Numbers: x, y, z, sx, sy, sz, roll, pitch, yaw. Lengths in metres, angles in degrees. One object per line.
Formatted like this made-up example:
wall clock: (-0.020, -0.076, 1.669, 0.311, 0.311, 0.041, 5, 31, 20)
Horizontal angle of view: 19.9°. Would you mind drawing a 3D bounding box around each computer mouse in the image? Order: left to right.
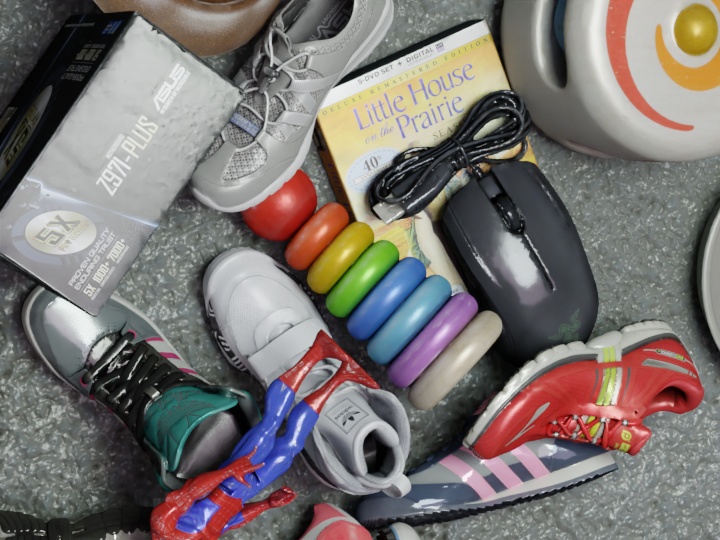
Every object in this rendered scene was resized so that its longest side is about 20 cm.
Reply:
computer mouse: (0.107, -0.012, 1.438, 0.138, 0.053, 0.200, -36, 108, -14)

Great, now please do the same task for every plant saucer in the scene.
plant saucer: (-0.112, -0.239, 1.328, 0.200, 0.032, 0.201, 9, 76, -41)

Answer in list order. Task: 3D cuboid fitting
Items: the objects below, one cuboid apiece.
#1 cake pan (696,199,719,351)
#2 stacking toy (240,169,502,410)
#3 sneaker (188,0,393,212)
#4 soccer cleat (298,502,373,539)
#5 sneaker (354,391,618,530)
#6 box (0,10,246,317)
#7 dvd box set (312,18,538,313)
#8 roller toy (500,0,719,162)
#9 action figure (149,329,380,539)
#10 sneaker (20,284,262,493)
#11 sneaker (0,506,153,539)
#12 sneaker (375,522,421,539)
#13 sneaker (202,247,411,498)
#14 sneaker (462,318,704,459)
cake pan: (0.341, 0.000, 1.566, 0.200, 0.037, 0.201, -2, 97, -20)
stacking toy: (0.000, 0.000, 1.401, 0.200, 0.085, 0.085, 44, 80, 2)
sneaker: (-0.056, -0.132, 1.367, 0.075, 0.082, 0.200, 28, 77, 19)
soccer cleat: (-0.061, 0.254, 1.442, 0.067, 0.076, 0.200, 30, 104, -41)
sneaker: (0.083, 0.134, 1.482, 0.199, 0.070, 0.082, -12, 79, -18)
box: (-0.175, -0.071, 1.280, 0.086, 0.200, 0.164, 36, 84, -19)
dvd box set: (0.057, -0.060, 1.458, 0.146, 0.029, 0.200, -25, 105, -16)
roller toy: (0.205, -0.165, 1.437, 0.182, 0.140, 0.200, -46, 110, -13)
action figure: (-0.073, 0.131, 1.317, 0.200, 0.052, 0.065, -46, 144, -1)
sneaker: (-0.136, 0.085, 1.355, 0.200, 0.121, 0.084, 42, 82, -19)
sneaker: (-0.213, 0.212, 1.363, 0.199, 0.077, 0.085, 0, 135, -8)
sneaker: (0.064, 0.254, 1.467, 0.072, 0.072, 0.200, -25, 118, -3)
sneaker: (-0.029, 0.073, 1.396, 0.075, 0.115, 0.200, -35, 107, -13)
sneaker: (0.164, 0.095, 1.435, 0.200, 0.077, 0.085, -20, 65, -30)
